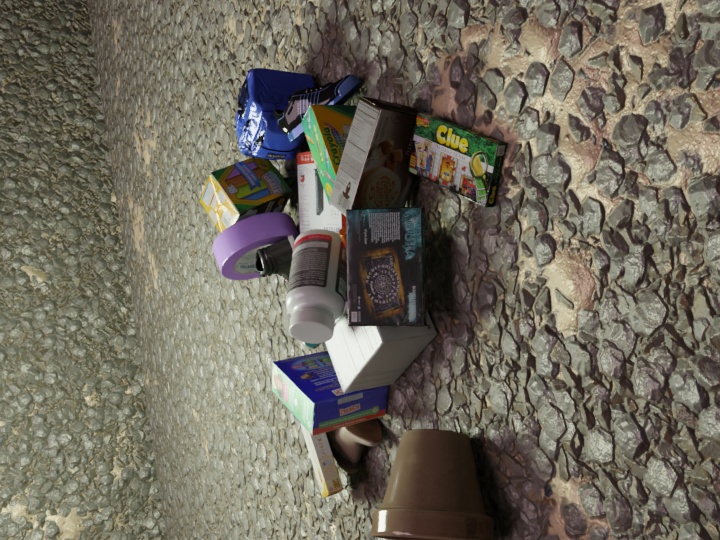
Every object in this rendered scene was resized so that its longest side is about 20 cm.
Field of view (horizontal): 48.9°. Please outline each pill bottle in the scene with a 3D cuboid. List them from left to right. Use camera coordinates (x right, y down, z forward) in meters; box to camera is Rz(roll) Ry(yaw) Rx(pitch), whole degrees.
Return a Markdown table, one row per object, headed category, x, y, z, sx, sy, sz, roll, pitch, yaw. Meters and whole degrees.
| category | x | y | z | sx | sy | sz | roll | pitch | yaw |
| --- | --- | --- | --- | --- | --- | --- | --- | --- | --- |
| pill bottle | -0.081 | 0.031 | 1.487 | 0.111 | 0.111 | 0.200 | 129 | 153 | -51 |

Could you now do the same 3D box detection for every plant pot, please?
| category | x | y | z | sx | sy | sz | roll | pitch | yaw |
| --- | --- | --- | --- | --- | --- | --- | --- | --- | --- |
| plant pot | 0.122 | 0.356 | 1.304 | 0.200 | 0.200 | 0.175 | -30 | 51 | 58 |

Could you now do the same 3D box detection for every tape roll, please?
| category | x | y | z | sx | sy | sz | roll | pitch | yaw |
| --- | --- | --- | --- | --- | --- | --- | --- | --- | --- |
| tape roll | -0.237 | -0.054 | 1.831 | 0.200 | 0.200 | 0.066 | -52 | 55 | 51 |

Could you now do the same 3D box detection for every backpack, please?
| category | x | y | z | sx | sy | sz | roll | pitch | yaw |
| --- | --- | --- | --- | --- | --- | --- | --- | --- | --- |
| backpack | -0.197 | -0.324 | 1.745 | 0.200 | 0.162 | 0.168 | 129 | 143 | -56 |

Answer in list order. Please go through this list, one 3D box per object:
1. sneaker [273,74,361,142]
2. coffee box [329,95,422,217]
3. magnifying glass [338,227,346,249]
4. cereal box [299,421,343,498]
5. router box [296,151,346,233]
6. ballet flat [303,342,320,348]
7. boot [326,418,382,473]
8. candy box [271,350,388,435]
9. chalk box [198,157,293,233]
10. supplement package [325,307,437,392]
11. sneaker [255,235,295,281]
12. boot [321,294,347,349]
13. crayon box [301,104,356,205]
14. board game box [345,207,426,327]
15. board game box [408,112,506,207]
| category | x | y | z | sx | sy | sz | roll | pitch | yaw |
| --- | --- | --- | --- | --- | --- | --- | --- | --- | --- |
| sneaker | -0.091 | -0.342 | 1.587 | 0.200 | 0.070 | 0.078 | -34 | 92 | 25 |
| coffee box | 0.035 | -0.192 | 1.396 | 0.080 | 0.114 | 0.200 | 43 | 121 | 49 |
| magnifying glass | 0.000 | 0.000 | 1.508 | 0.080 | 0.022 | 0.200 | -116 | 1 | -51 |
| cereal box | -0.089 | 0.384 | 1.703 | 0.144 | 0.039 | 0.200 | 112 | 141 | -71 |
| router box | -0.067 | -0.164 | 1.671 | 0.200 | 0.049 | 0.180 | 6 | 100 | 60 |
| ballet flat | -0.105 | 0.074 | 1.775 | 0.064 | 0.076 | 0.200 | 40 | -131 | -88 |
| boot | -0.015 | 0.361 | 1.655 | 0.200 | 0.070 | 0.146 | 37 | 132 | 54 |
| candy box | -0.066 | 0.240 | 1.609 | 0.200 | 0.169 | 0.077 | 31 | 124 | 56 |
| chalk box | -0.249 | -0.180 | 1.840 | 0.124 | 0.200 | 0.125 | 53 | 143 | 12 |
| supplement package | 0.033 | 0.125 | 1.469 | 0.200 | 0.117 | 0.117 | -56 | 47 | 48 |
| sneaker | -0.189 | -0.009 | 1.812 | 0.200 | 0.099 | 0.071 | 89 | 161 | -63 |
| boot | -0.067 | 0.045 | 1.642 | 0.165 | 0.066 | 0.200 | -39 | 78 | 43 |
| crayon box | -0.026 | -0.223 | 1.519 | 0.058 | 0.119 | 0.200 | -51 | 51 | 51 |
| board game box | 0.044 | -0.005 | 1.336 | 0.135 | 0.028 | 0.200 | 0 | 91 | 17 |
| board game box | 0.153 | -0.183 | 1.288 | 0.200 | 0.023 | 0.105 | 33 | 121 | 48 |
